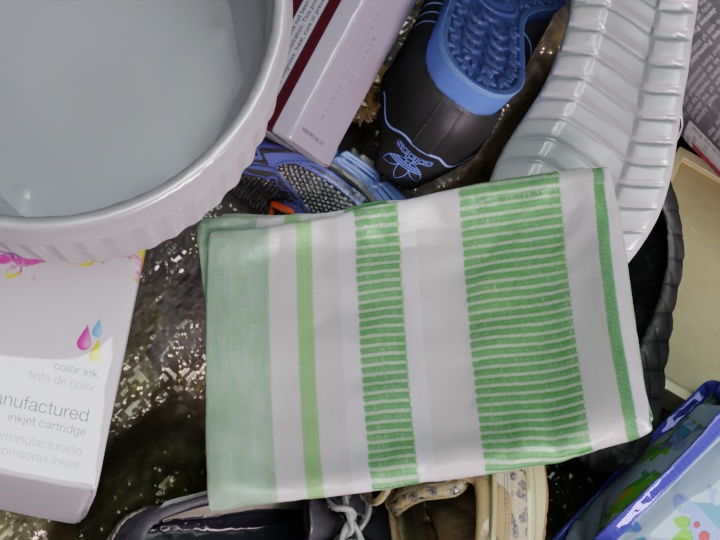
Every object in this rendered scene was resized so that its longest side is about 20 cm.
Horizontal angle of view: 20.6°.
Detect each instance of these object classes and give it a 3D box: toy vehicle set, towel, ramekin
[{"bbox_3d":[0.224,0.038,1.041,0.199,0.027,0.125,30,70,-3],"label":"toy vehicle set"},{"bbox_3d":[0.026,0.026,0.901,0.199,0.023,0.153,-8,58,4],"label":"towel"},{"bbox_3d":[-0.125,-0.097,0.850,0.199,0.105,0.202,-1,75,3],"label":"ramekin"}]

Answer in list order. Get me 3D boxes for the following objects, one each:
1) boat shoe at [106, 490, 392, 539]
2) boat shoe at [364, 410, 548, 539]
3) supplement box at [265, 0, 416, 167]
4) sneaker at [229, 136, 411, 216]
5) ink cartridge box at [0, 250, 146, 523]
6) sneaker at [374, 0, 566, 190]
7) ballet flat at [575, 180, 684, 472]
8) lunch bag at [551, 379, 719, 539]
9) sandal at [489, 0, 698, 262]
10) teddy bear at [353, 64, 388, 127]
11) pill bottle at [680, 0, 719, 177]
[{"bbox_3d":[-0.020,0.133,0.938,0.199,0.063,0.073,-1,72,-15],"label":"boat shoe"},{"bbox_3d":[0.044,0.121,0.895,0.062,0.073,0.201,8,60,-38],"label":"boat shoe"},{"bbox_3d":[-0.080,-0.144,0.952,0.199,0.061,0.109,29,90,20],"label":"supplement box"},{"bbox_3d":[0.000,0.000,0.977,0.200,0.075,0.079,37,73,1],"label":"sneaker"},{"bbox_3d":[-0.177,0.001,0.927,0.144,0.088,0.201,13,70,-8],"label":"ink cartridge box"},{"bbox_3d":[0.051,-0.113,1.002,0.070,0.078,0.200,37,32,-6],"label":"sneaker"},{"bbox_3d":[0.129,0.005,0.979,0.066,0.057,0.201,3,59,4],"label":"ballet flat"},{"bbox_3d":[0.166,0.178,0.945,0.200,0.127,0.170,-44,89,-3],"label":"lunch bag"},{"bbox_3d":[0.121,-0.072,0.970,0.082,0.050,0.204,21,86,12],"label":"sandal"},{"bbox_3d":[-0.035,-0.168,1.017,0.144,0.067,0.201,20,71,-5],"label":"teddy bear"},{"bbox_3d":[0.217,-0.096,1.014,0.116,0.117,0.200,-36,75,-19],"label":"pill bottle"}]
